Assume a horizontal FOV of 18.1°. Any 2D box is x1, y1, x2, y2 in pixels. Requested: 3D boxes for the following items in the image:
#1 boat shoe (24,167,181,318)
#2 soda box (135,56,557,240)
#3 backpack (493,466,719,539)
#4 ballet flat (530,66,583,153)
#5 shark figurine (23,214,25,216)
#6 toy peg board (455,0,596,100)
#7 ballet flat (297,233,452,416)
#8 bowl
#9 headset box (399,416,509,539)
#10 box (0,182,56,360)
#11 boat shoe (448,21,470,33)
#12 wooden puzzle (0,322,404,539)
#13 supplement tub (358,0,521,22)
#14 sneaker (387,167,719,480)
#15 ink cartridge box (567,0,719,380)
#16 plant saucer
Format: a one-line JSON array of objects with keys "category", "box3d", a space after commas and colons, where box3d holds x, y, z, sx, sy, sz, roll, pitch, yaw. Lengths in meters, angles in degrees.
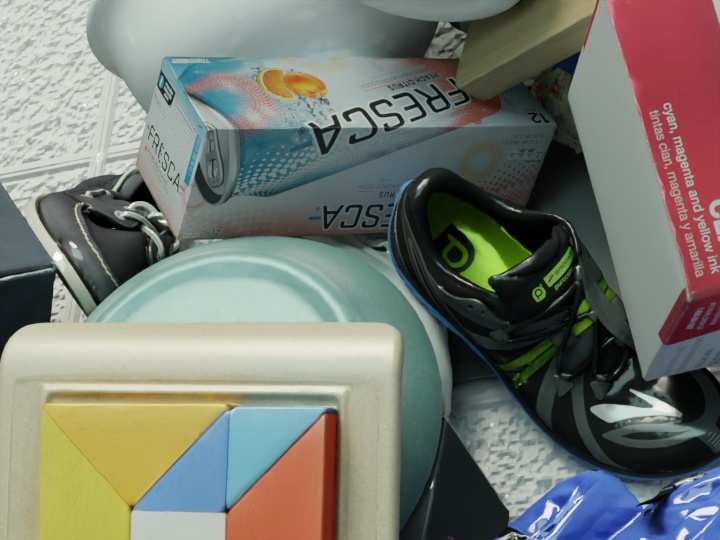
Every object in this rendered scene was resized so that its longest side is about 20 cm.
[{"category": "boat shoe", "box3d": [-0.126, -0.022, 1.170, 0.062, 0.073, 0.200, -30, 8, 3]}, {"category": "soda box", "box3d": [-0.006, -0.062, 1.121, 0.199, 0.069, 0.064, -3, 40, -30]}, {"category": "backpack", "box3d": [0.121, 0.159, 0.889, 0.200, 0.163, 0.168, -37, 76, -10]}, {"category": "ballet flat", "box3d": [0.163, -0.086, 1.130, 0.199, 0.064, 0.076, 16, 65, 35]}, {"category": "shark figurine", "box3d": [-0.149, 0.053, 1.197, 0.089, 0.129, 0.214, -18, 27, -19]}, {"category": "toy peg board", "box3d": [0.157, -0.182, 1.087, 0.200, 0.097, 0.201, -25, 46, 58]}, {"category": "ballet flat", "box3d": [0.000, 0.000, 1.157, 0.069, 0.070, 0.200, -43, 48, -8]}, {"category": "bowl", "box3d": [-0.036, -0.118, 1.187, 0.200, 0.201, 0.091, -25, 69, 8]}, {"category": "headset box", "box3d": [-0.037, 0.163, 1.032, 0.198, 0.093, 0.175, -4, 55, 24]}, {"category": "box", "box3d": [-0.249, 0.035, 1.137, 0.123, 0.198, 0.200, -10, 38, -27]}, {"category": "boat shoe", "box3d": [0.127, -0.192, 1.221, 0.065, 0.075, 0.202, 35, 67, 15]}, {"category": "wooden puzzle", "box3d": [-0.074, 0.119, 0.946, 0.184, 0.037, 0.202, -1, 80, 19]}, {"category": "supplement tub", "box3d": [0.046, -0.233, 1.096, 0.122, 0.123, 0.201, 1, 64, 27]}, {"category": "sneaker", "box3d": [0.090, 0.025, 1.054, 0.199, 0.083, 0.071, 40, 76, 15]}, {"category": "ink cartridge box", "box3d": [0.207, -0.056, 0.975, 0.198, 0.145, 0.146, -13, 74, -4]}, {"category": "plant saucer", "box3d": [-0.063, 0.063, 1.016, 0.198, 0.036, 0.201, -8, 58, 13]}]
